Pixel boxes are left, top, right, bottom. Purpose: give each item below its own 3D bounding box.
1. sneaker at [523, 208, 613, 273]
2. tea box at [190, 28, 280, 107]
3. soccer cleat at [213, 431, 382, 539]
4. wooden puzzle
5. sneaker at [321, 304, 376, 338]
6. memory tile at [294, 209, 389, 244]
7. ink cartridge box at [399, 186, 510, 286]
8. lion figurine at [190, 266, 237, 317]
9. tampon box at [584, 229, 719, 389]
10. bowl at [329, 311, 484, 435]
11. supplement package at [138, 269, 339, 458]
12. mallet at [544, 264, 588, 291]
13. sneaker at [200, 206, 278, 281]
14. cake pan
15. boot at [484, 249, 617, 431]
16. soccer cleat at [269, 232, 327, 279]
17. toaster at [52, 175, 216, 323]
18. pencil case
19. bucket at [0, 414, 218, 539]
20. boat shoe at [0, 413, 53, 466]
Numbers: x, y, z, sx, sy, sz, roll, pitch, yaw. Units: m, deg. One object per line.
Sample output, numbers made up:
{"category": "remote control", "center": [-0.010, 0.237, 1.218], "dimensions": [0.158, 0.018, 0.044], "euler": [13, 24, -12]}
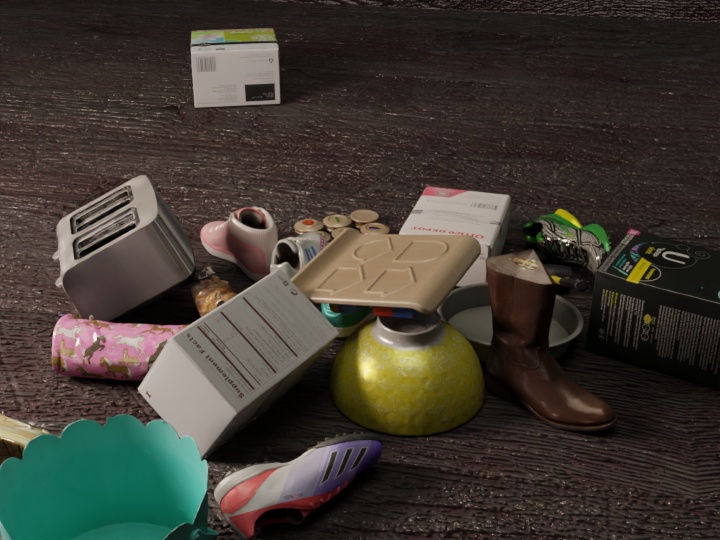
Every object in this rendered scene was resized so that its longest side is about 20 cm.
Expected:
{"category": "sneaker", "center": [0.330, -0.035, 1.560], "dimensions": [0.085, 0.078, 0.200], "euler": [-17, 23, -18]}
{"category": "tea box", "center": [-0.292, -0.475, 2.304], "dimensions": [0.200, 0.134, 0.197], "euler": [-4, 28, -8]}
{"category": "soccer cleat", "center": [-0.055, 0.232, 1.059], "dimensions": [0.200, 0.068, 0.073], "euler": [-12, 54, -30]}
{"category": "wooden puzzle", "center": [0.034, 0.007, 1.268], "dimensions": [0.200, 0.046, 0.185], "euler": [7, 31, 27]}
{"category": "sneaker", "center": [0.000, 0.000, 1.422], "dimensions": [0.083, 0.121, 0.200], "euler": [11, 29, 20]}
{"category": "memory tile", "center": [-0.018, -0.048, 1.626], "dimensions": [0.153, 0.017, 0.200], "euler": [-7, 28, -15]}
{"category": "ink cartridge box", "center": [0.151, -0.055, 1.569], "dimensions": [0.146, 0.083, 0.200], "euler": [8, 28, 14]}
{"category": "lion figurine", "center": [-0.146, 0.057, 1.382], "dimensions": [0.200, 0.073, 0.122], "euler": [16, 11, 0]}
{"category": "tampon box", "center": [0.428, 0.049, 1.330], "dimensions": [0.200, 0.126, 0.150], "euler": [16, 32, 27]}
{"category": "bowl", "center": [0.059, 0.105, 1.239], "dimensions": [0.200, 0.108, 0.200], "euler": [0, 28, 0]}
{"category": "supplement package", "center": [-0.143, 0.108, 1.179], "dimensions": [0.117, 0.117, 0.200], "euler": [47, 42, 7]}
{"category": "mallet", "center": [0.299, 0.016, 1.413], "dimensions": [0.066, 0.041, 0.200], "euler": [2, 3, -10]}
{"category": "sneaker", "center": [-0.190, -0.065, 1.562], "dimensions": [0.075, 0.105, 0.200], "euler": [-20, 33, -31]}
{"category": "cake pan", "center": [0.205, 0.074, 1.363], "dimensions": [0.200, 0.037, 0.200], "euler": [1, 25, -1]}
{"category": "boot", "center": [0.228, 0.082, 1.185], "dimensions": [0.186, 0.200, 0.064], "euler": [18, 32, 30]}
{"category": "soccer cleat", "center": [-0.093, -0.025, 1.487], "dimensions": [0.070, 0.086, 0.200], "euler": [-14, 27, 13]}
{"category": "toaster", "center": [-0.332, -0.026, 1.405], "dimensions": [0.200, 0.119, 0.181], "euler": [-29, 33, -2]}
{"category": "pencil case", "center": [-0.293, 0.101, 1.272], "dimensions": [0.200, 0.083, 0.087], "euler": [4, 67, 6]}
{"category": "bucket", "center": [-0.236, 0.248, 0.933], "dimensions": [0.207, 0.135, 0.207], "euler": [1, 29, 0]}
{"category": "boat shoe", "center": [-0.381, 0.194, 1.104], "dimensions": [0.200, 0.073, 0.063], "euler": [7, 32, 28]}
